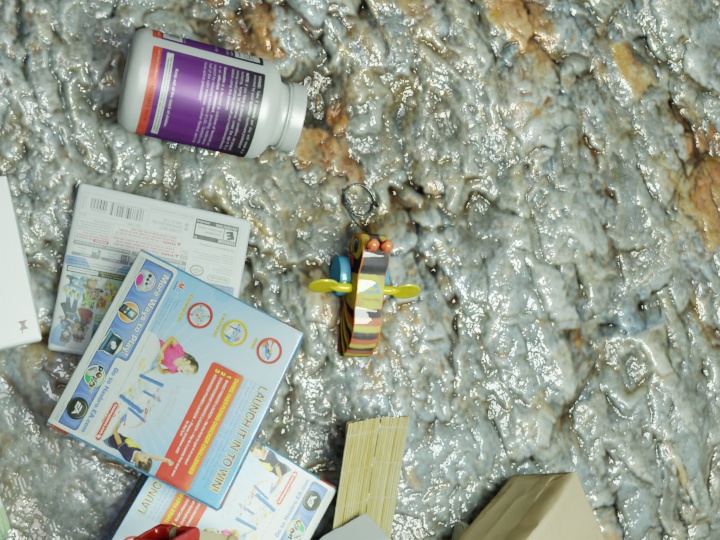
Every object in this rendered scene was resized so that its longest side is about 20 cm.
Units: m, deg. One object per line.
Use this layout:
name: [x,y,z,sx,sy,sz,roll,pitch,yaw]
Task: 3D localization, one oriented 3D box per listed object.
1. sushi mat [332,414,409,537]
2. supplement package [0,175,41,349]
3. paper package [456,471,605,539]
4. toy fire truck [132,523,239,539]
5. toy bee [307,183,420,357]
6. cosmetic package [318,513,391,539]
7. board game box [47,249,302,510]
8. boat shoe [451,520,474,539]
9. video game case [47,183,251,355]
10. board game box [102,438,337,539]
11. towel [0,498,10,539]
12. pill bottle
sushi mat: [0.007,0.266,1.078,0.095,0.012,0.204,3,98,-38]
supplement package: [-0.396,0.011,0.893,0.149,0.200,0.153,-12,90,-20]
paper package: [0.209,0.368,1.090,0.190,0.103,0.202,-36,105,-40]
toy fire truck: [-0.142,0.317,0.925,0.199,0.048,0.144,10,77,-60]
toy bee: [0.000,0.000,1.084,0.129,0.109,0.203,-18,92,-18]
cosmetic package: [0.006,0.390,1.045,0.100,0.071,0.203,-26,112,-19]
board game box: [-0.188,0.114,0.976,0.194,0.056,0.202,26,76,1]
boat shoe: [0.137,0.406,1.122,0.056,0.067,0.204,9,79,-14]
video game case: [-0.233,0.014,1.046,0.197,0.022,0.186,12,82,-19]
board game box: [-0.158,0.279,1.032,0.195,0.056,0.202,35,76,-13]
towel: [-0.444,0.200,0.926,0.150,0.023,0.203,-12,109,-19]
pill bottle: [-0.164,-0.191,1.038,0.197,0.112,0.114,11,82,-18]
